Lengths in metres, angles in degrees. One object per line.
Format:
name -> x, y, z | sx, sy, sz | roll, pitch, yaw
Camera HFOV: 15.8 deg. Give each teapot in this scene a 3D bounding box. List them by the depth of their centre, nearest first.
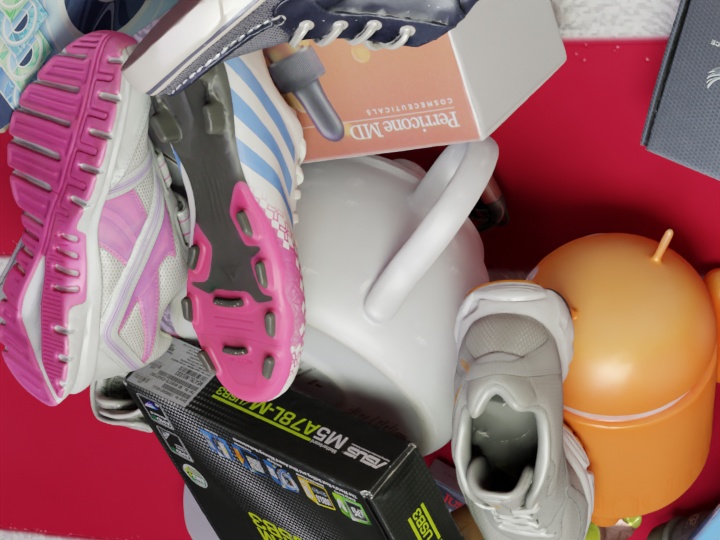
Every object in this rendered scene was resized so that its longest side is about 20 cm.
teapot -> 0.000, 0.000, 1.433 | 0.199, 0.146, 0.198 | 15, 154, 31

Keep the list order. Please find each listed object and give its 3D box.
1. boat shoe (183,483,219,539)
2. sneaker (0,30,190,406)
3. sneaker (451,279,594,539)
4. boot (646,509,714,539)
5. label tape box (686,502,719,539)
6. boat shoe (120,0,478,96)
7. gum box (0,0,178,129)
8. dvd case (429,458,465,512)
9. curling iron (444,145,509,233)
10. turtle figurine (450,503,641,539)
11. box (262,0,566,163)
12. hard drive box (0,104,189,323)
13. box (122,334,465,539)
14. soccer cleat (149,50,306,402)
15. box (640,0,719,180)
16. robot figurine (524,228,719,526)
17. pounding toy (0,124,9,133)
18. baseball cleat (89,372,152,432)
boat shoe -> -0.044, 0.146, 1.661 | 0.070, 0.071, 0.200 | 8, 167, -31
sneaker -> -0.131, -0.031, 1.355 | 0.081, 0.088, 0.201 | 33, 122, 41
sneaker -> 0.076, 0.105, 1.343 | 0.075, 0.092, 0.201 | 0, 131, 15
boot -> 0.284, 0.181, 1.505 | 0.200, 0.073, 0.182 | -29, 109, 35
label tape box -> 0.277, 0.191, 1.427 | 0.200, 0.066, 0.143 | 40, 130, 7
boat shoe -> -0.013, -0.127, 1.227 | 0.200, 0.075, 0.093 | -39, 104, 9
gum box -> -0.149, -0.195, 1.356 | 0.044, 0.200, 0.170 | 22, 135, 29
dvd case -> 0.077, 0.223, 1.686 | 0.146, 0.022, 0.200 | 29, 136, 7
curling iron -> 0.026, -0.102, 1.451 | 0.049, 0.026, 0.200 | -12, 118, 40
turtle figurine -> 0.086, 0.157, 1.511 | 0.200, 0.161, 0.065 | 34, 128, 40
box -> -0.004, -0.170, 1.341 | 0.152, 0.106, 0.201 | -6, 113, 34
hard drive box -> -0.120, -0.054, 1.487 | 0.077, 0.156, 0.200 | 35, 136, 1
box -> -0.020, 0.138, 1.435 | 0.200, 0.048, 0.194 | 22, 148, 40
soccer cleat -> -0.052, -0.036, 1.314 | 0.070, 0.086, 0.201 | -2, 105, 36
box -> 0.254, -0.095, 1.303 | 0.199, 0.051, 0.158 | 24, 135, 12
robot figurine -> 0.141, 0.058, 1.436 | 0.143, 0.117, 0.200 | 4, 143, 8
pounding toy -> -0.203, -0.212, 1.411 | 0.142, 0.200, 0.184 | 10, 144, 24
baseball cleat -> -0.112, 0.073, 1.585 | 0.106, 0.070, 0.200 | 5, 168, -5
